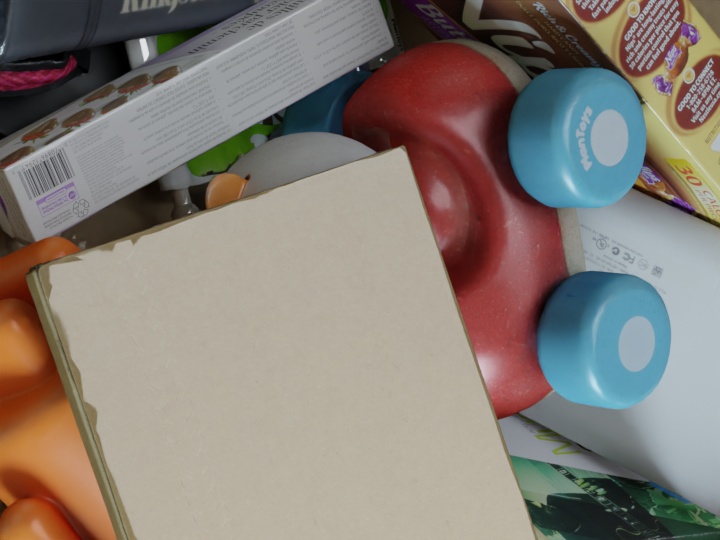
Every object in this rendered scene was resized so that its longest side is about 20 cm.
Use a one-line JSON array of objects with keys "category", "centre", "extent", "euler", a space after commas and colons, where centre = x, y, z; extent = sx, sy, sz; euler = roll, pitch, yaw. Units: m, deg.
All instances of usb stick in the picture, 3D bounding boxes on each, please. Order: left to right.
[{"category": "usb stick", "centre": [-0.096, -0.129, 0.986], "extent": [0.200, 0.033, 0.055], "euler": [-18, 120, -48]}]

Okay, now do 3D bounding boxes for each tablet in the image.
[{"category": "tablet", "centre": [0.116, 0.023, 1.068], "extent": [0.014, 0.200, 0.130], "euler": [-18, 130, -57]}]

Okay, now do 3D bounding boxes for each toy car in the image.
[{"category": "toy car", "centre": [0.000, 0.000, 0.984], "extent": [0.200, 0.184, 0.177], "euler": [-20, 107, -40]}]

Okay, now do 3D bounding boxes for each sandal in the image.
[{"category": "sandal", "centre": [-0.168, -0.108, 0.969], "extent": [0.200, 0.045, 0.075], "euler": [26, 64, -39]}]

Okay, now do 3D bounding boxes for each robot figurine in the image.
[{"category": "robot figurine", "centre": [-0.092, 0.076, 0.953], "extent": [0.117, 0.144, 0.200], "euler": [-38, 111, 7]}]

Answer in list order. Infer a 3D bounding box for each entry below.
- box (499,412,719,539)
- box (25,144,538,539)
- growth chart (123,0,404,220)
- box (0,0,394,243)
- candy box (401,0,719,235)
[{"category": "box", "centre": [0.089, 0.103, 1.089], "extent": [0.200, 0.144, 0.036], "euler": [-2, 121, -40]}, {"category": "box", "centre": [-0.024, 0.068, 0.892], "extent": [0.163, 0.021, 0.200], "euler": [-19, 91, -18]}, {"category": "growth chart", "centre": [-0.044, -0.109, 1.084], "extent": [0.200, 0.018, 0.145], "euler": [-33, 108, -45]}, {"category": "box", "centre": [-0.077, -0.076, 0.998], "extent": [0.200, 0.039, 0.041], "euler": [-32, 117, -23]}, {"category": "candy box", "centre": [0.109, -0.097, 1.029], "extent": [0.200, 0.117, 0.056], "euler": [44, 71, -30]}]
